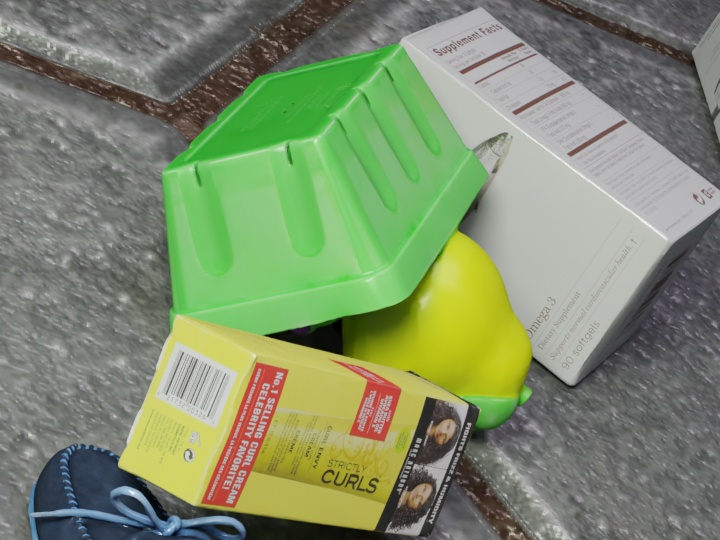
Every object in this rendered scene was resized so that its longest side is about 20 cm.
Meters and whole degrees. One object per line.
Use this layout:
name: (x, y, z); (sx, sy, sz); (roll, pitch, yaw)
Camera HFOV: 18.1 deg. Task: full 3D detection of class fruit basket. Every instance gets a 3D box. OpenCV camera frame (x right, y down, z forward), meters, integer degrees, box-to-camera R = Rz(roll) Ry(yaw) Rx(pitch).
fruit basket: (0.000, 0.000, 1.207); (0.216, 0.155, 0.216); (-11, 90, -68)

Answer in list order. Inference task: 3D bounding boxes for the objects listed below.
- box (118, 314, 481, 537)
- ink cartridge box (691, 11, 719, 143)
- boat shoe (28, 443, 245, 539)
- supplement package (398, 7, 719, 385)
box: (-0.023, 0.074, 1.031); (0.050, 0.075, 0.200); (24, 2, 34)
ink cartridge box: (0.354, -0.127, 1.773); (0.145, 0.084, 0.200); (24, 29, -16)
boat shoe: (-0.073, 0.138, 0.946); (0.084, 0.069, 0.200); (2, 38, -43)
supplement package: (0.098, -0.048, 1.360); (0.200, 0.117, 0.117); (38, 29, 12)
